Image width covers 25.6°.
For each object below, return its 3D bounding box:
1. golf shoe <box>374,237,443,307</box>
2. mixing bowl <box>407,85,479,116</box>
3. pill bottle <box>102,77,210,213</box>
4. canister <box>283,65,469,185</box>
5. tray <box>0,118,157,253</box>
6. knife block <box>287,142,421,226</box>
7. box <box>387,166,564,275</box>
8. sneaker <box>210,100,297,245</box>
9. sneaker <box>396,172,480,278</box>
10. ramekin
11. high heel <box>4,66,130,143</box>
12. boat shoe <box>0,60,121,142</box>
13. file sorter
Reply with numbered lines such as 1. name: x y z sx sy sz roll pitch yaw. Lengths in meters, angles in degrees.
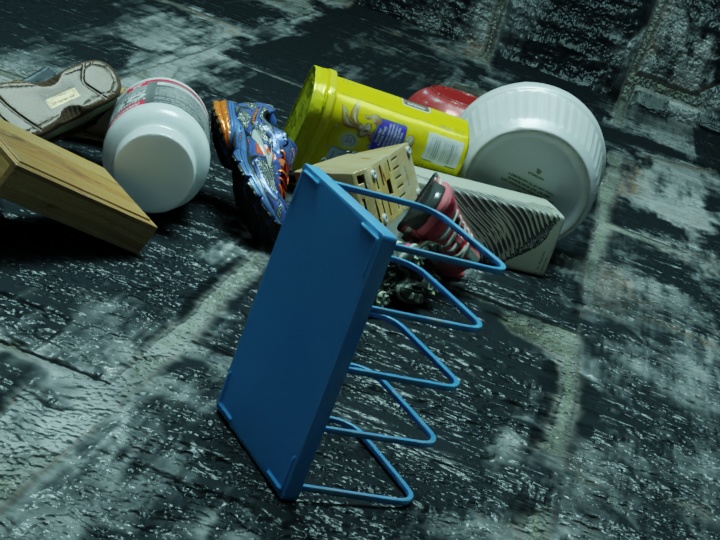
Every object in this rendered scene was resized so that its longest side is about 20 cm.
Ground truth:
1. golf shoe: 0.000 0.000 1.560 0.087 0.078 0.199 11 4 33
2. mixing bowl: 0.127 -0.191 2.217 0.198 0.109 0.200 18 17 -6
3. pill bottle: -0.209 -0.125 1.627 0.110 0.112 0.200 16 16 -11
4. canister: 0.013 -0.145 1.880 0.198 0.149 0.087 17 42 -14
5. tray: -0.274 -0.081 1.412 0.099 0.037 0.200 45 10 31
6. knife block: -0.033 -0.080 1.670 0.174 0.065 0.200 -11 12 22
7. box: 0.131 -0.059 1.848 0.198 0.083 0.068 11 19 -21
8. sneaker: -0.099 -0.111 1.660 0.078 0.076 0.201 -14 55 -13
9. sneaker: 0.093 -0.041 1.673 0.086 0.074 0.200 34 -9 8
10. ramekin: 0.202 -0.121 1.937 0.201 0.204 0.094 17 28 -5
11. high heel: -0.300 -0.159 1.735 0.198 0.072 0.143 22 27 7
12. boat shoe: -0.342 -0.154 1.646 0.201 0.075 0.075 -20 73 -35
13. file sorter: 0.001 0.050 1.151 0.122 0.202 0.139 11 18 -31
